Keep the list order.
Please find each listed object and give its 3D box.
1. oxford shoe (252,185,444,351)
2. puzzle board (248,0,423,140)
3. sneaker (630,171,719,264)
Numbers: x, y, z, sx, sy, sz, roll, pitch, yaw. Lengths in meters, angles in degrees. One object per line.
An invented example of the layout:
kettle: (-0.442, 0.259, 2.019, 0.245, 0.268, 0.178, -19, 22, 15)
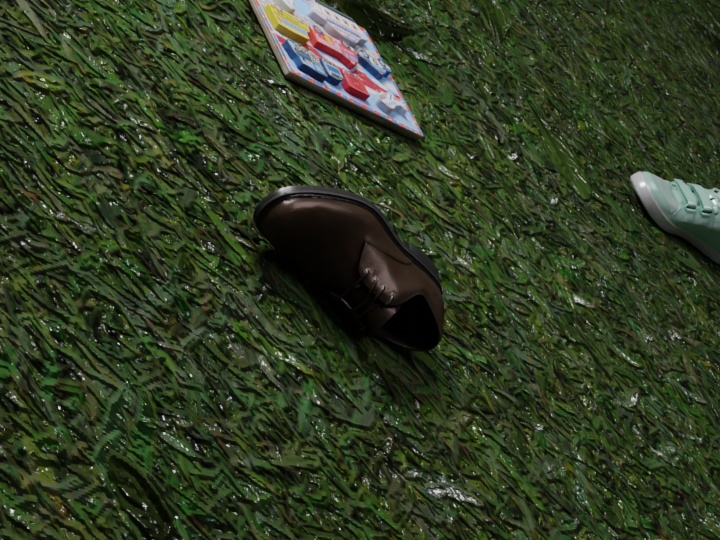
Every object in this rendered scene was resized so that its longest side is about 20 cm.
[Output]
oxford shoe: (0.000, 0.000, 1.504, 0.199, 0.073, 0.085, 31, 30, -36)
puzzle board: (-0.028, -0.208, 1.854, 0.199, 0.017, 0.152, 22, 35, -49)
sneaker: (0.412, -0.093, 2.344, 0.200, 0.118, 0.074, 28, 32, -39)
